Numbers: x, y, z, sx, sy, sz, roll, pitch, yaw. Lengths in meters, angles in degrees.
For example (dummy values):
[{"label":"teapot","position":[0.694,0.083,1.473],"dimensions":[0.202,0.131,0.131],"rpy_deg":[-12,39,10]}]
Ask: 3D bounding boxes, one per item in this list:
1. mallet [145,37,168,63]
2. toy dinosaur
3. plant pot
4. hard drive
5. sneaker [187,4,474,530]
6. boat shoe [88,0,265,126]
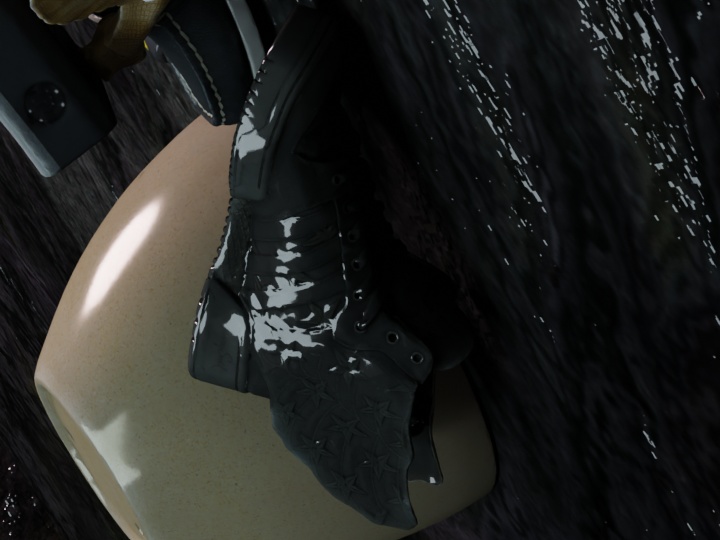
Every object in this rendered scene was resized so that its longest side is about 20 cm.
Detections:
[{"label":"mallet","position":[-0.142,-0.154,1.215],"dimensions":[0.200,0.041,0.066],"rpy_deg":[47,170,17]},{"label":"toy dinosaur","position":[-0.067,-0.119,0.864],"dimensions":[0.058,0.101,0.200],"rpy_deg":[46,167,24]},{"label":"plant pot","position":[-0.055,0.046,1.148],"dimensions":[0.200,0.134,0.200],"rpy_deg":[51,165,19]},{"label":"hard drive","position":[-0.159,-0.129,0.951],"dimensions":[0.200,0.033,0.140],"rpy_deg":[53,-179,-13]},{"label":"sneaker","position":[-0.001,0.002,1.003],"dimensions":[0.104,0.060,0.200],"rpy_deg":[20,128,6]},{"label":"boat shoe","position":[-0.094,-0.131,1.033],"dimensions":[0.076,0.060,0.200],"rpy_deg":[33,153,60]}]
